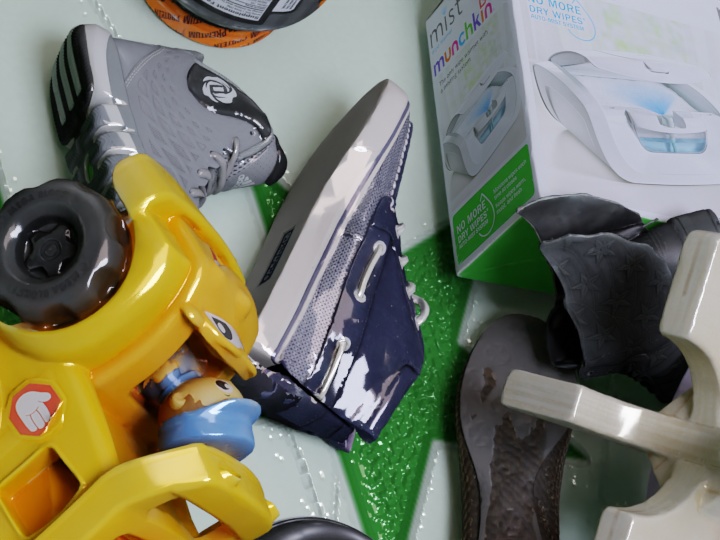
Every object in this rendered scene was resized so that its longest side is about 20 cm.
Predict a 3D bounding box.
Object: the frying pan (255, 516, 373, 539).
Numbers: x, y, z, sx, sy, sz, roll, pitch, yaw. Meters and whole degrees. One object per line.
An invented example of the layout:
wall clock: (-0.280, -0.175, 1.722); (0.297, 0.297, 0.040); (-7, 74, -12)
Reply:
frying pan: (-0.029, 0.199, 0.774); (0.115, 0.031, 0.191); (32, 53, -9)

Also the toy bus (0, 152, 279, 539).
toy bus: (-0.102, 0.084, 0.653); (0.200, 0.136, 0.192); (-41, 61, -4)

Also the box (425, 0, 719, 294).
box: (0.150, -0.077, 0.952); (0.199, 0.097, 0.178); (11, 58, -25)

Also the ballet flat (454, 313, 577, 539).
ballet flat: (0.081, 0.115, 0.868); (0.067, 0.046, 0.201); (3, 57, -1)

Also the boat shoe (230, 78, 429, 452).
boat shoe: (0.000, 0.000, 0.865); (0.093, 0.075, 0.201); (36, 62, -16)

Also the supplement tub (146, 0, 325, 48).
supplement tub: (-0.043, -0.207, 0.856); (0.122, 0.200, 0.123); (11, 63, -23)

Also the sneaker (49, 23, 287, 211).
sneaker: (-0.083, -0.034, 0.830); (0.115, 0.075, 0.201); (0, 66, -31)

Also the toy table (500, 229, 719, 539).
toy table: (0.169, 0.083, 0.787); (0.117, 0.183, 0.202); (24, 70, -41)

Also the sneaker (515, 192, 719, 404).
sneaker: (0.144, 0.029, 0.884); (0.103, 0.201, 0.060); (-17, 49, -4)
